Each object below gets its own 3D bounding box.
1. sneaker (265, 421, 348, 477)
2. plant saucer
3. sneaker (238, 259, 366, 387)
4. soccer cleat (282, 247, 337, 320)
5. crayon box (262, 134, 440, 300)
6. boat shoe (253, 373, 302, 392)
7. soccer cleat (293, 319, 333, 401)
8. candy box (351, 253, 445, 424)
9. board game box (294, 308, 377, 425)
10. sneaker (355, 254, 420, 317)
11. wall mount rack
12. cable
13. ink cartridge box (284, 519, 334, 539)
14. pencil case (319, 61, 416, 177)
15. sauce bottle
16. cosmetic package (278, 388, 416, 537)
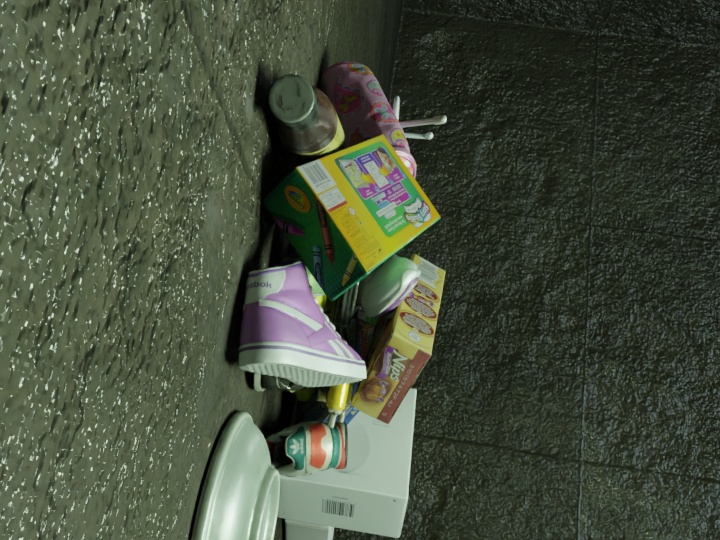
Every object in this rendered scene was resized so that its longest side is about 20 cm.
[{"bbox_3d":[-0.090,0.226,0.852,0.199,0.091,0.072,-32,-125,59],"label":"sneaker"},{"bbox_3d":[-0.110,0.238,0.626,0.200,0.049,0.206,7,90,-87],"label":"plant saucer"},{"bbox_3d":[-0.049,0.052,0.667,0.200,0.071,0.117,38,45,-62],"label":"sneaker"},{"bbox_3d":[-0.070,0.031,0.797,0.084,0.064,0.201,-53,168,-23],"label":"soccer cleat"},{"bbox_3d":[-0.001,-0.064,0.703,0.058,0.120,0.199,-36,180,33],"label":"crayon box"},{"bbox_3d":[-0.079,0.101,0.759,0.201,0.059,0.074,65,34,-84],"label":"boat shoe"},{"bbox_3d":[-0.056,0.090,0.940,0.065,0.081,0.205,-67,164,-80],"label":"soccer cleat"},{"bbox_3d":[0.052,0.079,0.840,0.118,0.056,0.201,-62,-176,29],"label":"candy box"},{"bbox_3d":[-0.039,0.170,0.955,0.201,0.034,0.137,-54,-159,35],"label":"board game box"},{"bbox_3d":[0.000,0.000,0.816,0.075,0.100,0.199,-43,-164,-19],"label":"sneaker"},{"bbox_3d":[0.070,-0.135,0.903,0.174,0.073,0.206,-53,147,-84],"label":"wall mount rack"},{"bbox_3d":[-0.014,0.078,0.793,0.097,0.049,0.205,-70,175,-75],"label":"cable"},{"bbox_3d":[-0.087,0.448,1.227,0.146,0.082,0.203,-80,177,-47],"label":"ink cartridge box"},{"bbox_3d":[0.006,-0.186,0.877,0.088,0.085,0.203,94,-21,-51],"label":"pencil case"},{"bbox_3d":[-0.053,-0.144,0.655,0.200,0.064,0.068,6,92,-85],"label":"sauce bottle"},{"bbox_3d":[-0.018,0.288,1.064,0.202,0.194,0.125,-78,175,-47],"label":"cosmetic package"}]
